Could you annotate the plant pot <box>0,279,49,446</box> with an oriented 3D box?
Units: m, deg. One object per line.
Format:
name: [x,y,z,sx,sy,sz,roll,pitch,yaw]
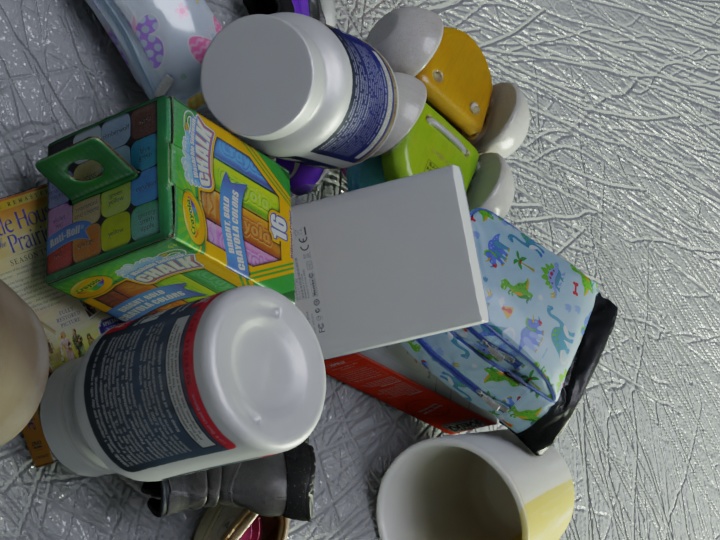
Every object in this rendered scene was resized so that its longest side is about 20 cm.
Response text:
plant pot: [-0.306,0.052,1.336,0.174,0.200,0.200,25,57,-61]

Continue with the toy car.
toy car: [0.047,-0.123,1.803,0.175,0.150,0.200,39,46,-29]

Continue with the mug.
mug: [0.118,0.225,1.774,0.153,0.149,0.187,-15,98,-58]

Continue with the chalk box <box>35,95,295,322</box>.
chalk box: [-0.156,-0.041,1.508,0.200,0.125,0.124,29,49,-49]

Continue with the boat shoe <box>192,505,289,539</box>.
boat shoe: [-0.106,0.259,1.552,0.074,0.069,0.200,40,50,-32]

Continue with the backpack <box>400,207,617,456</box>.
backpack: [0.116,0.037,1.734,0.200,0.154,0.163,29,58,1]

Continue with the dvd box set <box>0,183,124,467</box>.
dvd box set: [-0.225,0.033,1.530,0.146,0.029,0.200,-25,96,-50]

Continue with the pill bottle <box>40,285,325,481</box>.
pill bottle: [-0.134,0.088,1.436,0.120,0.200,0.120,20,63,-44]

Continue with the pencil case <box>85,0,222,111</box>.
pencil case: [-0.178,-0.216,1.636,0.091,0.083,0.200,-38,106,-29]

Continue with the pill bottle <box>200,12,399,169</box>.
pill bottle: [-0.049,-0.145,1.605,0.200,0.116,0.116,5,71,-73]

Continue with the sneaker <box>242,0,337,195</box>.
sneaker: [-0.076,-0.164,1.751,0.099,0.070,0.200,13,65,-36]

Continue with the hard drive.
hard drive: [0.000,0.000,1.668,0.025,0.200,0.132,12,66,-67]

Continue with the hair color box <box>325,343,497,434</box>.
hair color box: [0.041,0.066,1.794,0.200,0.061,0.102,29,56,-37]

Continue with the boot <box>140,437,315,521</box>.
boot: [-0.106,0.145,1.580,0.132,0.200,0.070,2,97,-5]
